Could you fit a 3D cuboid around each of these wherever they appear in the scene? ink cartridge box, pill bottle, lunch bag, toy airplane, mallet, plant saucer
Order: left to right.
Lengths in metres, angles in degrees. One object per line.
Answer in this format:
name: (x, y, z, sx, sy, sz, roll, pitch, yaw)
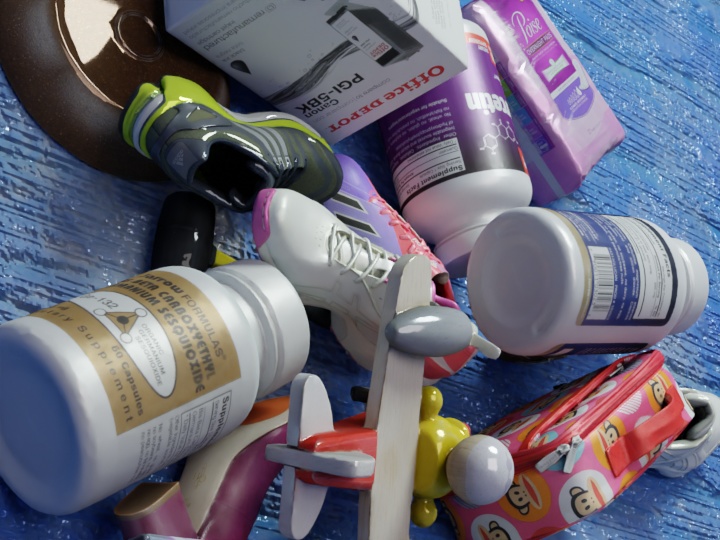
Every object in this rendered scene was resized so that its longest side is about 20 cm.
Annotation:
plant saucer: (-0.169, -0.163, 0.938, 0.199, 0.036, 0.203, 22, 55, -35)
pill bottle: (-0.127, 0.060, 0.795, 0.199, 0.114, 0.115, -23, 84, -48)
mallet: (-0.068, 0.002, 0.945, 0.199, 0.041, 0.067, 22, 57, -39)
ink cartridge box: (-0.030, -0.196, 0.972, 0.199, 0.146, 0.084, 30, 43, -46)
toy airplane: (0.029, 0.121, 0.837, 0.200, 0.139, 0.202, -64, 152, -44)
pill bottle: (0.077, -0.102, 1.082, 0.112, 0.112, 0.202, 1, 67, -43)
lunch bag: (0.166, 0.137, 0.987, 0.199, 0.175, 0.083, -28, 90, -49)
pill bottle: (0.187, 0.011, 1.022, 0.198, 0.111, 0.112, 3, 66, -42)

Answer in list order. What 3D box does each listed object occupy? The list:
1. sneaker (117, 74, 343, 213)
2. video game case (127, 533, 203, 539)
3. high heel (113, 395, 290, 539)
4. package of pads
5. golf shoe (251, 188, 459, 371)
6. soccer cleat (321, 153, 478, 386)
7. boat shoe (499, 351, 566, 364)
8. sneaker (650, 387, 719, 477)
sneaker: (-0.080, -0.071, 0.916, 0.199, 0.074, 0.081, 10, 33, -49)
video game case: (-0.063, 0.230, 0.747, 0.200, 0.019, 0.145, 29, 42, -62)
high heel: (-0.083, 0.155, 0.840, 0.199, 0.067, 0.097, -31, 112, -48)
package of pads: (0.162, -0.173, 1.231, 0.201, 0.075, 0.120, 55, 40, -5)
golf shoe: (0.000, 0.000, 0.907, 0.200, 0.091, 0.076, 43, 46, -46)
soccer cleat: (0.030, -0.010, 1.014, 0.068, 0.073, 0.202, -21, 83, -47)
boat shoe: (0.191, 0.037, 1.142, 0.198, 0.072, 0.073, -9, 73, -43)
sneaker: (0.291, 0.142, 1.160, 0.199, 0.099, 0.079, -6, 72, -45)
